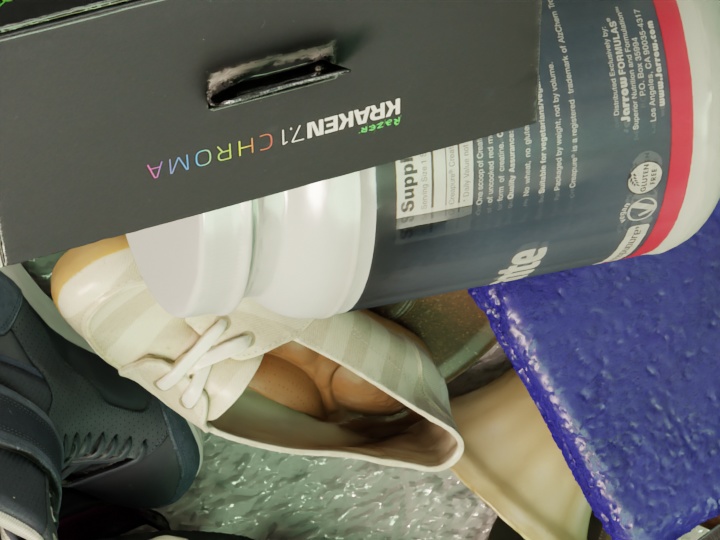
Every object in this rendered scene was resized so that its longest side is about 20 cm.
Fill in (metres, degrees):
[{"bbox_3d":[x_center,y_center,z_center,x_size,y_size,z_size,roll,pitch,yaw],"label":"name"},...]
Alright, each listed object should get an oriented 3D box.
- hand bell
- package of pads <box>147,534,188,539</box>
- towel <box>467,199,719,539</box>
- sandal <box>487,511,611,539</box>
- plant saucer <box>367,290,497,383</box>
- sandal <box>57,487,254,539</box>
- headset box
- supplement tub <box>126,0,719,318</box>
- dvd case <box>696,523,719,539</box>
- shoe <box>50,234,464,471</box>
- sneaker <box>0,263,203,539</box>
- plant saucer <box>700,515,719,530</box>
[{"bbox_3d":[0.125,0.023,1.135,0.200,0.104,0.104,-47,136,6],"label":"hand bell"},{"bbox_3d":[-0.139,0.186,1.065,0.200,0.068,0.155,-16,150,3],"label":"package of pads"},{"bbox_3d":[0.154,0.012,1.092,0.200,0.050,0.148,-33,104,-14],"label":"towel"},{"bbox_3d":[0.077,0.172,1.258,0.057,0.080,0.201,1,133,-47],"label":"sandal"},{"bbox_3d":[0.000,0.000,1.068,0.200,0.037,0.201,-15,137,-15],"label":"plant saucer"},{"bbox_3d":[-0.142,0.118,1.100,0.200,0.048,0.075,-6,159,-6],"label":"sandal"},{"bbox_3d":[-0.055,-0.109,0.802,0.174,0.200,0.093,-15,138,-13],"label":"headset box"},{"bbox_3d":[0.019,-0.061,0.935,0.200,0.140,0.141,-10,136,-18],"label":"supplement tub"},{"bbox_3d":[0.175,0.117,1.166,0.146,0.022,0.200,-22,163,-44],"label":"dvd case"},{"bbox_3d":[-0.033,0.033,1.016,0.200,0.053,0.070,23,119,-42],"label":"shoe"},{"bbox_3d":[-0.124,0.081,0.995,0.077,0.146,0.202,-25,140,20],"label":"sneaker"},{"bbox_3d":[0.224,0.046,1.233,0.200,0.037,0.200,-14,138,-13],"label":"plant saucer"}]
